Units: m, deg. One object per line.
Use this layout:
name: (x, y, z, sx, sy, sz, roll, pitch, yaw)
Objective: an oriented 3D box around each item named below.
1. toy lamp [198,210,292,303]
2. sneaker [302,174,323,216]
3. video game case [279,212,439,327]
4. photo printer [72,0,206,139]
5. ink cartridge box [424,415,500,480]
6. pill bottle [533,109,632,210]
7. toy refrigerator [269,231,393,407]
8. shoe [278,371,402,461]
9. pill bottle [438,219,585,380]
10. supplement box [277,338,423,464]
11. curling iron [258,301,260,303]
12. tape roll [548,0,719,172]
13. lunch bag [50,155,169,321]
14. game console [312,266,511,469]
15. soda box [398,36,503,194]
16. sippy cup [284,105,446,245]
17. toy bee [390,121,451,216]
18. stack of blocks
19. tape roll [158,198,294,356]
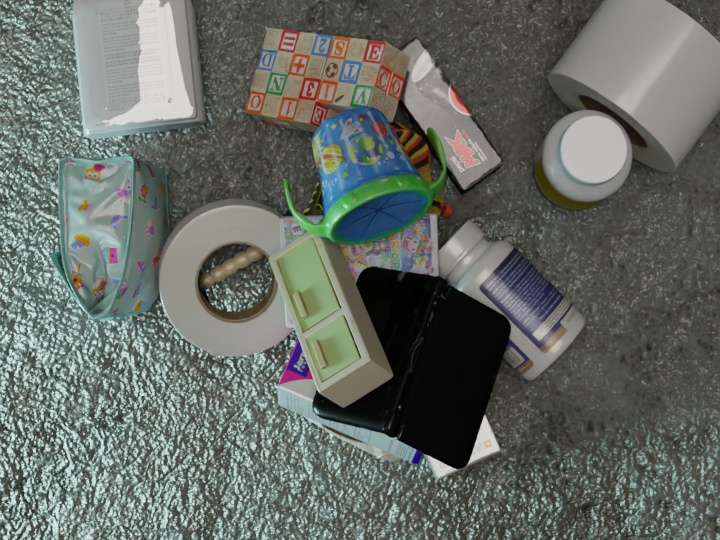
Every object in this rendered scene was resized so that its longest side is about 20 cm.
toy lamp: (-0.166, -0.006, 1.717, 0.199, 0.058, 0.059, -30, 87, 2)
sneaker: (-0.041, -0.084, 1.694, 0.084, 0.075, 0.202, -13, 74, 0)
video game case: (0.000, 0.000, 1.650, 0.197, 0.018, 0.145, -1, 107, 4)
photo printer: (-0.294, -0.283, 1.725, 0.164, 0.069, 0.203, -7, 87, 2)
ink cartridge box: (0.101, 0.163, 1.712, 0.094, 0.037, 0.202, -24, 90, 2)
pill bottle: (0.278, -0.138, 1.634, 0.110, 0.200, 0.114, 0, 88, 2)
toy refrigerator: (-0.038, 0.053, 1.559, 0.075, 0.070, 0.201, -31, 57, 14)
shoe: (-0.017, 0.184, 1.706, 0.198, 0.053, 0.070, 29, 89, 3)
pill bottle: (0.183, 0.034, 1.676, 0.200, 0.111, 0.111, 45, 90, 3)
supplement box: (0.003, 0.152, 1.642, 0.198, 0.104, 0.102, 22, 73, 6)
curling iron: (-0.076, 0.022, 1.727, 0.198, 0.026, 0.050, -29, 84, 1)
tape roll: (0.353, -0.239, 1.636, 0.202, 0.203, 0.140, 38, 90, 3)
lunch bag: (-0.313, -0.038, 1.667, 0.120, 0.170, 0.203, 0, 90, 8)
game console: (0.063, 0.117, 1.594, 0.174, 0.116, 0.202, 9, 68, 32)
soda box: (0.104, -0.201, 1.711, 0.070, 0.063, 0.201, -35, 88, 0)
sippy cup: (0.004, -0.119, 1.570, 0.176, 0.140, 0.132, -6, 65, -37)
toy bee: (0.065, -0.100, 1.699, 0.107, 0.201, 0.132, -10, 50, -25)
stack of blocks: (-0.044, -0.237, 1.670, 0.198, 0.058, 0.117, 13, 87, 36)
tape roll: (-0.160, 0.011, 1.676, 0.200, 0.037, 0.206, -3, 107, -11)
